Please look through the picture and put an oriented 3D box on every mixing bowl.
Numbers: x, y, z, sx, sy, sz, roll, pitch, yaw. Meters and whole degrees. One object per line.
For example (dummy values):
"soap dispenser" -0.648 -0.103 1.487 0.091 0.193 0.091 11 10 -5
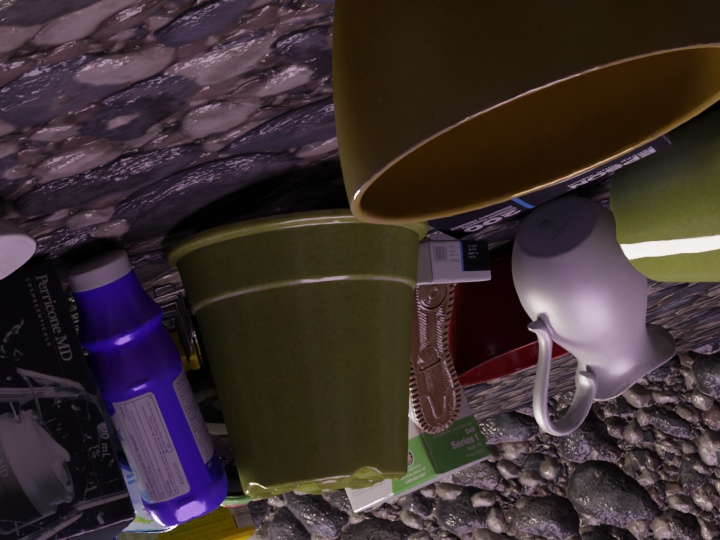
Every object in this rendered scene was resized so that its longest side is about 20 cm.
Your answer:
"mixing bowl" 0.170 0.037 1.960 0.200 0.109 0.200 -18 169 -4

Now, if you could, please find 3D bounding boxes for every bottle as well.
"bottle" -0.158 0.084 1.374 0.065 0.200 0.084 -21 -165 -4

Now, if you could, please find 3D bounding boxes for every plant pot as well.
"plant pot" -0.036 0.069 1.411 0.200 0.190 0.200 -7 171 -1
"plant pot" 0.067 -0.126 0.895 0.200 0.142 0.200 -19 168 -4
"plant pot" 0.320 -0.065 1.602 0.200 0.200 0.190 -9 178 -44

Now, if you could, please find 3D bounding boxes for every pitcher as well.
"pitcher" 0.203 0.045 1.777 0.121 0.200 0.172 19 -122 44

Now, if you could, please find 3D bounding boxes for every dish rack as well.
"dish rack" -0.203 0.065 1.587 0.200 0.055 0.153 -17 168 -11

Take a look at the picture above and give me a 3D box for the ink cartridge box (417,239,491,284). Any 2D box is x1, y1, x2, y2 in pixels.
"ink cartridge box" 0.000 0.000 1.581 0.200 0.039 0.099 -7 178 32

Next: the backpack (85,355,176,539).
"backpack" -0.234 0.154 1.495 0.200 0.147 0.183 9 155 -4

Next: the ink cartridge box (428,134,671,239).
"ink cartridge box" 0.146 -0.083 1.508 0.198 0.043 0.200 -23 170 15

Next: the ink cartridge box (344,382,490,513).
"ink cartridge box" 0.025 0.125 1.904 0.084 0.200 0.146 -14 169 -42

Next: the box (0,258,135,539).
"box" -0.290 0.120 1.314 0.196 0.200 0.124 -14 167 -28

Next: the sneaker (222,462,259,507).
"sneaker" -0.092 0.137 1.695 0.077 0.084 0.200 0 -144 31

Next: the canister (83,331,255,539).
"canister" -0.191 0.168 1.724 0.148 0.200 0.087 -11 165 -39

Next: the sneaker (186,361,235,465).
"sneaker" -0.135 0.114 1.623 0.200 0.088 0.076 11 147 -10

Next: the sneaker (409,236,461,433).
"sneaker" 0.035 0.045 1.753 0.071 0.200 0.112 -20 -150 -24

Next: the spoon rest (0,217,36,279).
"spoon rest" -0.293 0.018 1.184 0.200 0.061 0.099 -22 169 17
